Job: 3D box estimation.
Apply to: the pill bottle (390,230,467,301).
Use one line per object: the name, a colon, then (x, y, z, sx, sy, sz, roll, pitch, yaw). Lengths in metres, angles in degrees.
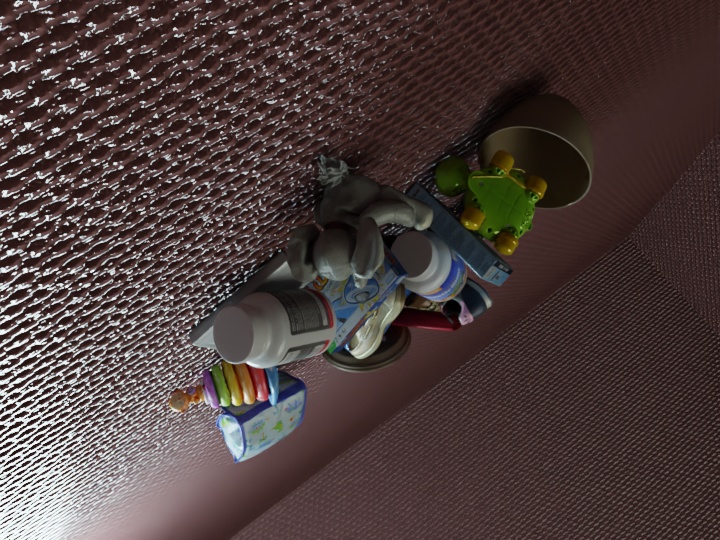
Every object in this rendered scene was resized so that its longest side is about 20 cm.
pill bottle: (0.124, -0.010, 1.244, 0.112, 0.113, 0.199, -42, 158, 11)

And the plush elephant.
plush elephant: (-0.012, -0.047, 0.935, 0.199, 0.161, 0.159, 29, 72, -54)

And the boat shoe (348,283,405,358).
boat shoe: (0.014, 0.087, 1.208, 0.063, 0.074, 0.201, 12, 140, -19)

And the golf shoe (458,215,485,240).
golf shoe: (0.223, -0.078, 1.397, 0.202, 0.074, 0.092, -57, 180, -17)

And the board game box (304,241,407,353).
board game box: (-0.025, 0.022, 1.125, 0.034, 0.136, 0.201, -10, 146, -53)

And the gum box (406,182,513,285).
gum box: (0.178, -0.061, 1.210, 0.045, 0.200, 0.169, -47, 160, 11)

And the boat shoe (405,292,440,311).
boat shoe: (0.157, 0.058, 1.496, 0.076, 0.074, 0.198, -47, 160, 26)

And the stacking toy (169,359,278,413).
stacking toy: (-0.249, 0.206, 1.212, 0.195, 0.118, 0.110, -17, 156, -16)

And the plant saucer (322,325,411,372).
plant saucer: (0.010, 0.141, 1.422, 0.197, 0.198, 0.030, -27, 127, -30)

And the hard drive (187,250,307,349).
hard drive: (-0.172, 0.054, 1.090, 0.199, 0.026, 0.132, -41, 161, 5)

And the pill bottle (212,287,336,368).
pill bottle: (-0.130, 0.088, 1.031, 0.111, 0.112, 0.198, -46, 160, 23)

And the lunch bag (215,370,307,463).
lunch bag: (-0.210, 0.310, 1.449, 0.168, 0.129, 0.200, -27, 168, -29)

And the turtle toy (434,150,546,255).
turtle toy: (0.217, -0.126, 1.159, 0.148, 0.198, 0.101, -58, -169, -7)

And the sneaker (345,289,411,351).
sneaker: (0.045, 0.093, 1.363, 0.198, 0.079, 0.066, -38, 160, -6)

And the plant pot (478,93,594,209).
plant pot: (0.320, -0.225, 1.173, 0.202, 0.196, 0.137, 101, 14, -63)

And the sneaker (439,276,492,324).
sneaker: (0.178, 0.046, 1.369, 0.082, 0.199, 0.071, -39, 119, -13)

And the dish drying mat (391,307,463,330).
dish drying mat: (0.117, 0.098, 1.386, 0.076, 0.196, 0.019, -28, 117, -51)

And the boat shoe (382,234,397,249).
boat shoe: (0.000, 0.000, 1.245, 0.199, 0.073, 0.064, -42, -158, -28)
